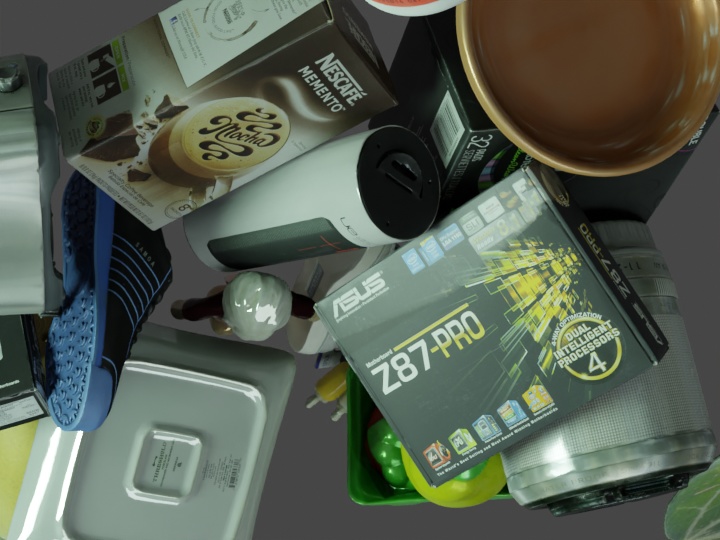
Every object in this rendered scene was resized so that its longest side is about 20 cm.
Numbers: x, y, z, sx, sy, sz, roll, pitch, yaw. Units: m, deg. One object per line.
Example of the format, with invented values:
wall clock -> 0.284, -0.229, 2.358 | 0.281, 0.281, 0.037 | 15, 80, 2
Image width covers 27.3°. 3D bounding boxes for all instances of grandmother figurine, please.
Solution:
grandmother figurine -> -0.090, 0.027, 1.176 | 0.121, 0.061, 0.200 | -11, 178, -10

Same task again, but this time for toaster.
toaster -> -0.264, -0.045, 0.972 | 0.129, 0.114, 0.200 | -5, 133, -14

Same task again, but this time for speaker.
speaker -> -0.038, -0.049, 1.061 | 0.081, 0.082, 0.200 | 13, 165, -42

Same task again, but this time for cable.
cable -> 0.032, 0.066, 1.327 | 0.097, 0.050, 0.200 | 7, 139, -33

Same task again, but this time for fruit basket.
fruit basket -> 0.083, 0.134, 1.243 | 0.215, 0.156, 0.216 | -1, 156, 0

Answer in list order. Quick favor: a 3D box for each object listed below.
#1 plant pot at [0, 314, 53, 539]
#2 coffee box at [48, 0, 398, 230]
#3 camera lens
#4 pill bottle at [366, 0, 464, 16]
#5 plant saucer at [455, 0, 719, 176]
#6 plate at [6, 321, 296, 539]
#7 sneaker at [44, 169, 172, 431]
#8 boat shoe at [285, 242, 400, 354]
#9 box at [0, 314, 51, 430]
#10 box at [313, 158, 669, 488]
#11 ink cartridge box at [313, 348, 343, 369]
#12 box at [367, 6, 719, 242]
plant pot -> -0.245, 0.097, 1.184 | 0.199, 0.200, 0.142 | -19, 128, 1
coffee box -> -0.091, -0.121, 0.992 | 0.200, 0.080, 0.113 | -26, 148, 13
camera lens -> 0.174, 0.079, 1.131 | 0.159, 0.201, 0.160 | -12, 167, -3
pill bottle -> 0.010, -0.238, 0.828 | 0.112, 0.113, 0.200 | -25, 149, 11
plant saucer -> 0.151, -0.161, 0.980 | 0.199, 0.201, 0.037 | -6, -179, -20
plate -> -0.152, 0.144, 1.130 | 0.199, 0.200, 0.032 | 14, 180, -29
sneaker -> -0.174, 0.021, 1.065 | 0.078, 0.201, 0.070 | 17, 157, -39
boat shoe -> 0.000, 0.000, 1.233 | 0.068, 0.072, 0.200 | -1, 134, -29
box -> -0.335, 0.057, 1.072 | 0.199, 0.158, 0.050 | -16, 150, -3
box -> 0.089, 0.039, 1.036 | 0.200, 0.161, 0.049 | -32, 179, 28
ink cartridge box -> 0.054, 0.042, 1.381 | 0.199, 0.037, 0.095 | -10, 148, -19
box -> 0.130, -0.111, 1.087 | 0.199, 0.125, 0.149 | -7, 149, -21
